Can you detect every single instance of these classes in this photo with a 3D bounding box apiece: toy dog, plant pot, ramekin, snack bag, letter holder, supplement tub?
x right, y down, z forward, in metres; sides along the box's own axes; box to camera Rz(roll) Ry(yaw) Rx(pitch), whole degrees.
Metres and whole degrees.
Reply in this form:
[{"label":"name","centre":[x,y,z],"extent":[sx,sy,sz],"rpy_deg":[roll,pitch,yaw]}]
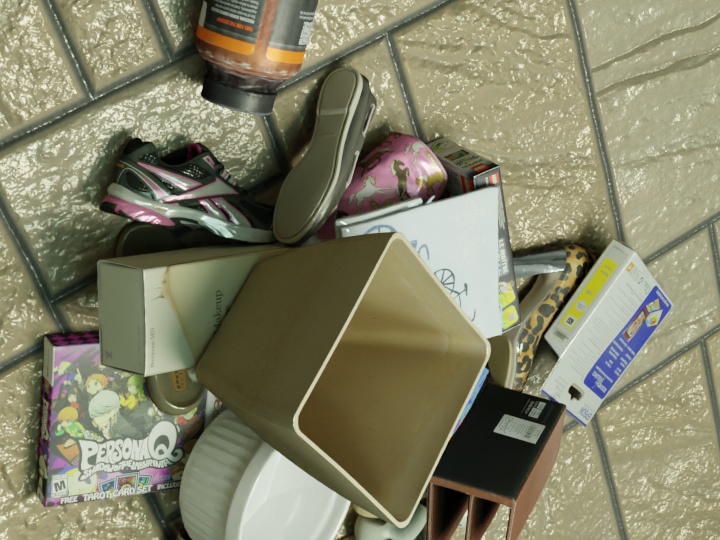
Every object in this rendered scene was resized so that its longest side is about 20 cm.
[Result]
[{"label":"toy dog","centre":[0.073,0.310,1.572],"extent":[0.200,0.096,0.132],"rpy_deg":[-23,121,-21]},{"label":"plant pot","centre":[-0.030,0.089,1.203],"extent":[0.200,0.177,0.200],"rpy_deg":[50,60,-42]},{"label":"ramekin","centre":[-0.103,0.232,1.393],"extent":[0.200,0.105,0.201],"rpy_deg":[-31,131,-44]},{"label":"snack bag","centre":[0.065,0.010,1.352],"extent":[0.200,0.021,0.189],"rpy_deg":[-17,119,-25]},{"label":"letter holder","centre":[0.155,0.250,1.494],"extent":[0.200,0.100,0.142],"rpy_deg":[-47,145,-54]},{"label":"supplement tub","centre":[-0.094,-0.251,1.217],"extent":[0.107,0.107,0.200],"rpy_deg":[6,107,-33]}]

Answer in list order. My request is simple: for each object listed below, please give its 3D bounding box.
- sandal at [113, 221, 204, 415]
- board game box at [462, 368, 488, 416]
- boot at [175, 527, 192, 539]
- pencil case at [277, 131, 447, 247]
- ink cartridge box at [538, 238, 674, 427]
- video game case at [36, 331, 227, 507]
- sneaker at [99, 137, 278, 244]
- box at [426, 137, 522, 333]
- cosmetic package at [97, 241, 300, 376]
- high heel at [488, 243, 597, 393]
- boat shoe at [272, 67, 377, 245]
[{"label":"sandal","centre":[-0.190,0.047,1.296],"extent":[0.080,0.054,0.200],"rpy_deg":[-13,94,-30]},{"label":"board game box","centre":[0.073,0.190,1.456],"extent":[0.152,0.045,0.200],"rpy_deg":[-54,171,-20]},{"label":"boot","centre":[-0.152,0.379,1.483],"extent":[0.203,0.073,0.154],"rpy_deg":[16,99,-36]},{"label":"pencil case","centre":[0.005,-0.058,1.359],"extent":[0.200,0.083,0.087],"rpy_deg":[-46,132,-19]},{"label":"ink cartridge box","centre":[0.295,0.082,1.603],"extent":[0.200,0.047,0.198],"rpy_deg":[-52,148,0]},{"label":"video game case","centre":[-0.233,0.148,1.353],"extent":[0.200,0.036,0.182],"rpy_deg":[-3,111,-30]},{"label":"sneaker","centre":[-0.152,-0.080,1.279],"extent":[0.200,0.080,0.087],"rpy_deg":[11,94,-40]},{"label":"box","centre":[0.123,-0.038,1.440],"extent":[0.035,0.110,0.200],"rpy_deg":[-24,121,-20]},{"label":"cosmetic package","centre":[-0.150,0.032,1.247],"extent":[0.200,0.073,0.104],"rpy_deg":[-11,105,-47]},{"label":"high heel","centre":[0.227,0.069,1.574],"extent":[0.142,0.071,0.200],"rpy_deg":[-8,109,-26]},{"label":"boat shoe","centre":[-0.028,-0.109,1.317],"extent":[0.057,0.067,0.200],"rpy_deg":[39,65,-49]}]
